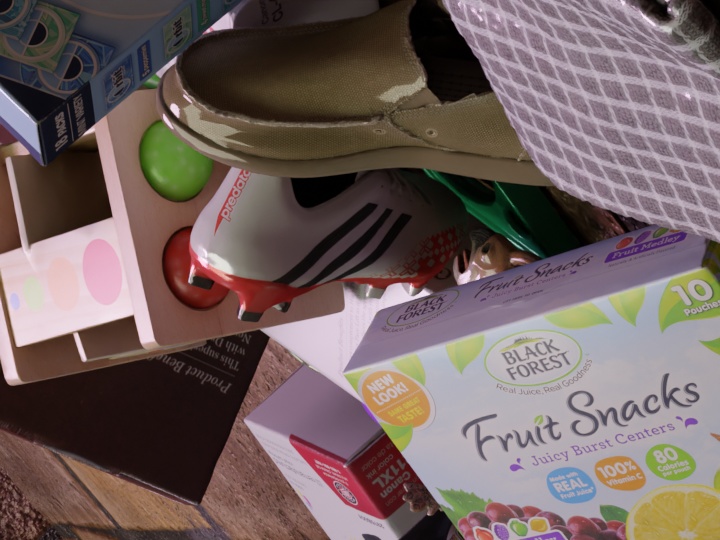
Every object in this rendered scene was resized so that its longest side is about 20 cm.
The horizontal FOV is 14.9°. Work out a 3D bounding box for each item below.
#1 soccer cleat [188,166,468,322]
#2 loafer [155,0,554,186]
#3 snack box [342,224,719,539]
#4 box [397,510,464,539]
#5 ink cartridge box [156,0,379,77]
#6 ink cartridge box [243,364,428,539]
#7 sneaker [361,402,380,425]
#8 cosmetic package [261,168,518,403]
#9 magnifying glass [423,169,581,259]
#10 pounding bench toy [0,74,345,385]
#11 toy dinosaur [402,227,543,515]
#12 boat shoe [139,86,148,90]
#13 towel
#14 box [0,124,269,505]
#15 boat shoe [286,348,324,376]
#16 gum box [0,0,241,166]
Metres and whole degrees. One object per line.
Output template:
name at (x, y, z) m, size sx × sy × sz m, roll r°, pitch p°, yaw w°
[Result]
soccer cleat at (-0.004, -0.033, 1.283) m, size 0.069 × 0.200 × 0.085 m, roll 34°, pitch 116°, yaw 27°
loafer at (0.011, -0.084, 1.184) m, size 0.199 × 0.076 × 0.068 m, roll 2°, pitch 133°, yaw 3°
snack box at (0.112, 0.060, 1.233) m, size 0.200 × 0.053 × 0.142 m, roll -18°, pitch 117°, yaw 37°
box at (0.119, 0.234, 1.573) m, size 0.200 × 0.086 × 0.164 m, roll 36°, pitch 160°, yaw 38°
ink cartridge box at (-0.083, -0.159, 1.315) m, size 0.200 × 0.086 × 0.148 m, roll 42°, pitch 162°, yaw 27°
ink cartridge box at (0.036, 0.155, 1.766) m, size 0.200 × 0.083 × 0.146 m, roll 56°, pitch 162°, yaw -24°
sneaker at (0.074, 0.125, 1.484) m, size 0.200 × 0.070 × 0.100 m, roll 30°, pitch 120°, yaw 16°
cosmetic package at (0.000, 0.000, 1.464) m, size 0.200 × 0.074 × 0.102 m, roll 36°, pitch 136°, yaw 40°
magnifying glass at (0.086, -0.020, 1.341) m, size 0.200 × 0.022 × 0.080 m, roll 47°, pitch 165°, yaw 9°
pounding bench toy at (-0.111, -0.058, 1.416) m, size 0.156 × 0.124 × 0.201 m, roll -16°, pitch 86°, yaw 50°
toy dinosaur at (0.112, 0.077, 1.357) m, size 0.200 × 0.086 × 0.136 m, roll 27°, pitch 135°, yaw -16°
boat shoe at (-0.189, -0.154, 1.667) m, size 0.074 × 0.063 × 0.202 m, roll 37°, pitch 160°, yaw 40°
towel at (0.108, -0.087, 1.006) m, size 0.200 × 0.086 × 0.166 m, roll 29°, pitch 156°, yaw 49°
box at (-0.153, 0.006, 1.607) m, size 0.166 × 0.201 × 0.164 m, roll 26°, pitch 175°, yaw -27°
boat shoe at (0.048, 0.064, 1.564) m, size 0.200 × 0.072 × 0.072 m, roll 35°, pitch -176°, yaw 14°
gum box at (-0.121, -0.169, 1.196) m, size 0.170 × 0.200 × 0.045 m, roll 43°, pitch 162°, yaw 16°
